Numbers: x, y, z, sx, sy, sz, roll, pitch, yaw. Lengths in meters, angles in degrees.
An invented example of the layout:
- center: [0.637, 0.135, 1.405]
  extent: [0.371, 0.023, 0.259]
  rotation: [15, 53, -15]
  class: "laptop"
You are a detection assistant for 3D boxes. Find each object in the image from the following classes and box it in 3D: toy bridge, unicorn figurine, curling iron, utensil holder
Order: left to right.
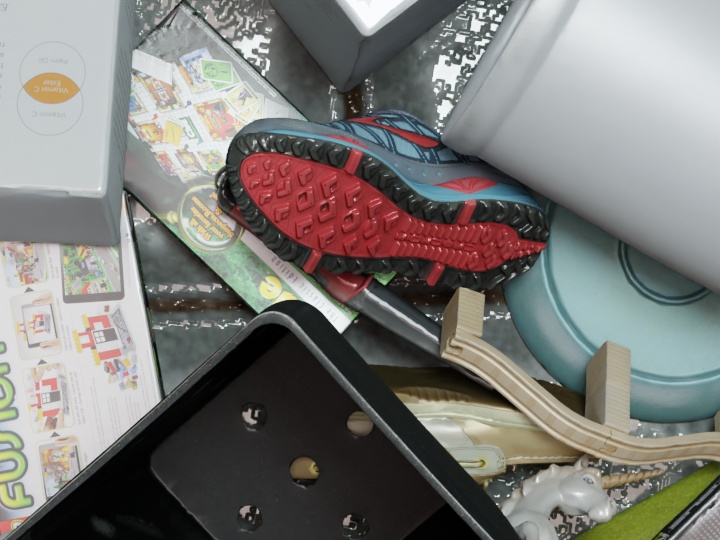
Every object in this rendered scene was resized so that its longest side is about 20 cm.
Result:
- center: [0.000, 0.000, 1.256]
  extent: [0.200, 0.026, 0.050]
  rotation: [40, 83, 7]
  class: "curling iron"
- center: [0.082, 0.173, 1.196]
  extent: [0.200, 0.137, 0.074]
  rotation: [-44, 104, 5]
  class: "unicorn figurine"
- center: [0.137, 0.073, 1.241]
  extent: [0.199, 0.027, 0.067]
  rotation: [21, 44, -14]
  class: "toy bridge"
- center: [0.170, -0.092, 1.208]
  extent: [0.199, 0.170, 0.170]
  rotation: [31, 86, -4]
  class: "utensil holder"

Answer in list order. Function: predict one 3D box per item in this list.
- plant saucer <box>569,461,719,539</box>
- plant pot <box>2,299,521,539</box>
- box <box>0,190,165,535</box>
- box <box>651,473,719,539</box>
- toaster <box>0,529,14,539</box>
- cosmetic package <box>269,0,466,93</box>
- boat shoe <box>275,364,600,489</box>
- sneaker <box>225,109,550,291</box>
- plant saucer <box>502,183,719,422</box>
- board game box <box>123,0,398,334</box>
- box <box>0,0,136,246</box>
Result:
- center: [0.174, 0.241, 1.274]
  extent: [0.199, 0.048, 0.201]
  rotation: [-28, 89, -4]
  class: "plant saucer"
- center: [-0.037, 0.131, 1.146]
  extent: [0.199, 0.177, 0.200]
  rotation: [-41, 96, 13]
  class: "plant pot"
- center: [-0.168, 0.063, 1.272]
  extent: [0.109, 0.035, 0.201]
  rotation: [-10, 88, -3]
  class: "box"
- center: [0.216, 0.234, 1.229]
  extent: [0.160, 0.044, 0.200]
  rotation: [-42, 89, -3]
  class: "box"
- center: [-0.156, 0.226, 1.199]
  extent: [0.129, 0.113, 0.201]
  rotation: [38, 70, -32]
  class: "toaster"
- center: [-0.018, -0.222, 1.212]
  extent: [0.123, 0.200, 0.200]
  rotation: [-38, 90, -4]
  class: "cosmetic package"
- center: [0.045, 0.094, 1.269]
  extent: [0.199, 0.074, 0.067]
  rotation: [6, 105, -6]
  class: "boat shoe"
- center: [0.005, -0.047, 1.239]
  extent: [0.199, 0.096, 0.079]
  rotation: [16, 119, -33]
  class: "sneaker"
- center: [0.180, -0.012, 1.298]
  extent: [0.199, 0.027, 0.201]
  rotation: [0, 87, -2]
  class: "plant saucer"
- center: [-0.065, -0.050, 1.290]
  extent: [0.200, 0.023, 0.105]
  rotation: [44, 84, 1]
  class: "board game box"
- center: [-0.203, -0.125, 1.226]
  extent: [0.151, 0.106, 0.201]
  rotation: [3, 76, -1]
  class: "box"
